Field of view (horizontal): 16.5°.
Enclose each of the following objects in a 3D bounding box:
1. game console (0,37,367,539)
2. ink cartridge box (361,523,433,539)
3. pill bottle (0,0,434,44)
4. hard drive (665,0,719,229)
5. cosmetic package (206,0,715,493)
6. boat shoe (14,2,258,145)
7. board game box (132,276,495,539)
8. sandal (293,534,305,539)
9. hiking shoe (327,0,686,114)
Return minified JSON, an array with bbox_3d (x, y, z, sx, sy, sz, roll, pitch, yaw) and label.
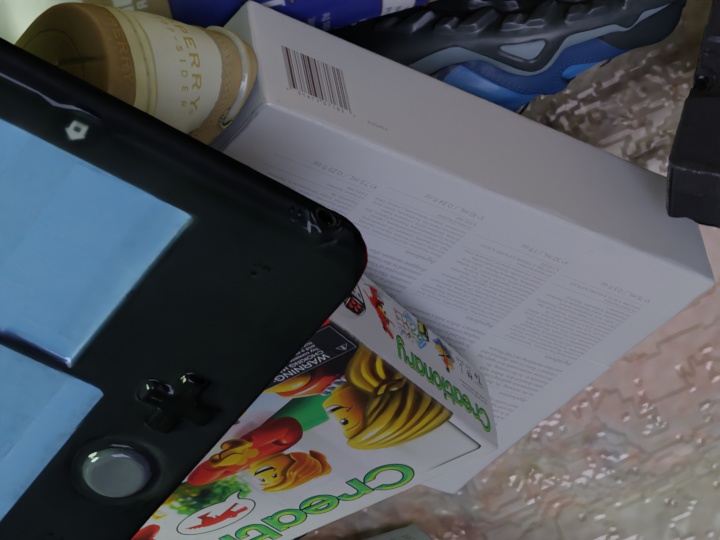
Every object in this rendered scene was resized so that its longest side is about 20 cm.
[{"bbox_3d":[-0.124,0.008,0.724,0.200,0.031,0.177,27,127,-25],"label":"game console"},{"bbox_3d":[-0.032,0.211,0.931,0.199,0.145,0.145,-16,116,-20],"label":"ink cartridge box"},{"bbox_3d":[-0.065,-0.124,0.828,0.199,0.116,0.116,-17,114,-4],"label":"pill bottle"},{"bbox_3d":[0.218,-0.062,0.864,0.199,0.140,0.038,11,148,13],"label":"hard drive"},{"bbox_3d":[0.000,0.000,0.870,0.200,0.052,0.151,20,131,-34],"label":"cosmetic package"},{"bbox_3d":[-0.108,-0.021,0.813,0.063,0.073,0.201,-1,151,-38],"label":"boat shoe"},{"bbox_3d":[-0.070,0.062,0.850,0.200,0.035,0.126,-25,144,20],"label":"board game box"},{"bbox_3d":[-0.084,0.038,0.926,0.200,0.048,0.075,40,99,-22],"label":"sandal"},{"bbox_3d":[0.024,-0.069,0.903,0.199,0.075,0.087,-17,136,-3],"label":"hiking shoe"}]
